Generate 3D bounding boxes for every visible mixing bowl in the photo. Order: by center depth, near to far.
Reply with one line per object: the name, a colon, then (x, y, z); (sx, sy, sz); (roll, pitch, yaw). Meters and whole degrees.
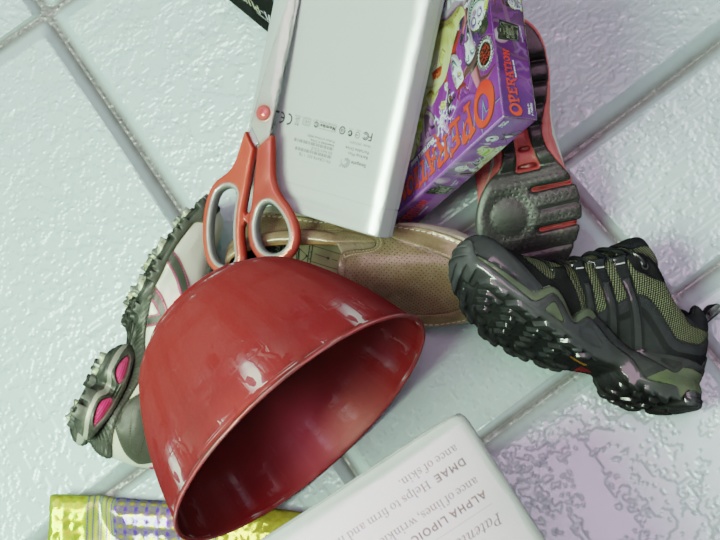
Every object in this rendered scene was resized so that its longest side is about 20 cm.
mixing bowl: (-0.067, 0.064, 0.706); (0.200, 0.200, 0.108); (-41, 69, -6)

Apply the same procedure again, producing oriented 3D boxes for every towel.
towel: (-0.131, 0.229, 0.755); (0.198, 0.023, 0.145); (4, 74, 9)

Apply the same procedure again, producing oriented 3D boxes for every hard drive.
hard drive: (-0.013, -0.136, 0.752); (0.131, 0.027, 0.202); (18, 100, 35)

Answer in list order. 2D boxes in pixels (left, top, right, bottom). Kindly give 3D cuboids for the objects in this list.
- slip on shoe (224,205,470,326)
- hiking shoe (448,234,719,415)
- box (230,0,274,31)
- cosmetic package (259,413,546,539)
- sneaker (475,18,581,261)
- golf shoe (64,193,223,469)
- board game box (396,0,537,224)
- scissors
slip on shoe: (0.000, 0.000, 0.771); (0.198, 0.061, 0.077); (15, 115, 15)
hiking shoe: (0.149, 0.017, 0.737); (0.199, 0.076, 0.101); (30, 65, -15)
box: (-0.002, -0.265, 0.855); (0.164, 0.086, 0.200); (40, 82, 17)
cosmetic package: (0.041, 0.222, 0.646); (0.164, 0.165, 0.201); (-32, 76, -8)
sneaker: (0.116, -0.081, 0.792); (0.073, 0.087, 0.202); (-5, 96, 8)
golf shoe: (-0.135, 0.045, 0.798); (0.088, 0.077, 0.201); (26, 75, -11)
board game box: (0.053, -0.114, 0.748); (0.032, 0.200, 0.121); (-1, 71, -23)
scissors: (-0.075, -0.097, 0.759); (0.072, 0.014, 0.202); (-1, 88, 21)
